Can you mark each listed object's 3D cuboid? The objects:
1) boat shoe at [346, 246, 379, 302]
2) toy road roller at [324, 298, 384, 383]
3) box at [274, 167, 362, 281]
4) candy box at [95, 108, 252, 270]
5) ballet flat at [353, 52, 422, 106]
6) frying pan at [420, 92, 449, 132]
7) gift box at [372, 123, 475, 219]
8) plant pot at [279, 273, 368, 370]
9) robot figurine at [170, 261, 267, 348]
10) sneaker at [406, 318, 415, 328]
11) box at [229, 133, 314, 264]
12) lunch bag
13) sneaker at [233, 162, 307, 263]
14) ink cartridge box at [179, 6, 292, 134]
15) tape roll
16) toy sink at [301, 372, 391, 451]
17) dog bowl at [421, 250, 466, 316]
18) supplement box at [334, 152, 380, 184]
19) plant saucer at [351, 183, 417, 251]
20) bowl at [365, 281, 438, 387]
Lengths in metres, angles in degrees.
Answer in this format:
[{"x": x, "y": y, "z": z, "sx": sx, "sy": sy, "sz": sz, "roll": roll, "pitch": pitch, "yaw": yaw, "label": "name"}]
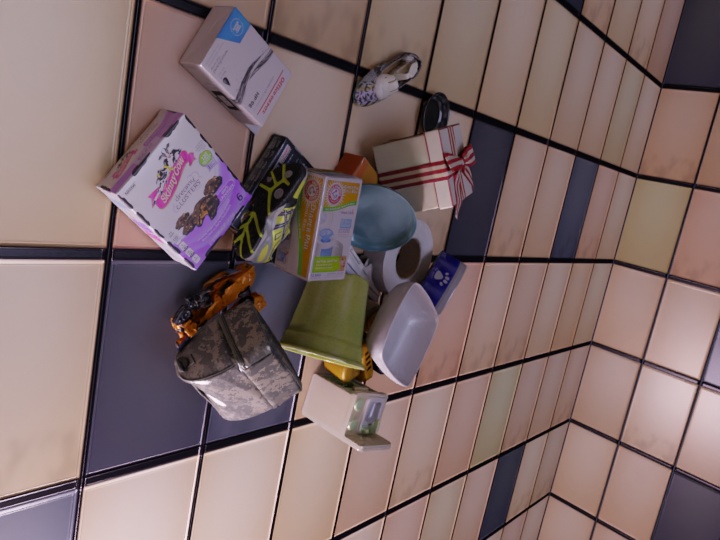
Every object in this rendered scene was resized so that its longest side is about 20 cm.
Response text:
[{"x": 0.000, "y": 0.000, "z": 1.398, "sx": 0.070, "sy": 0.071, "sz": 0.200, "roll": -50, "pitch": 131, "yaw": -9, "label": "boat shoe"}, {"x": -0.013, "y": 0.173, "z": 1.416, "sx": 0.145, "sy": 0.122, "sz": 0.204, "roll": -27, "pitch": 125, "yaw": -32, "label": "toy road roller"}, {"x": -0.082, "y": -0.092, "z": 1.165, "sx": 0.111, "sy": 0.100, "sz": 0.204, "roll": -3, "pitch": 109, "yaw": -50, "label": "box"}, {"x": -0.299, "y": -0.130, "z": 0.990, "sx": 0.169, "sy": 0.071, "sz": 0.201, "roll": -56, "pitch": 139, "yaw": -17, "label": "candy box"}, {"x": 0.067, "y": -0.419, "z": 1.304, "sx": 0.200, "sy": 0.071, "sz": 0.073, "roll": -43, "pitch": 134, "yaw": -29, "label": "ballet flat"}, {"x": 0.206, "y": -0.381, "z": 1.511, "sx": 0.188, "sy": 0.031, "sz": 0.117, "roll": -2, "pitch": 107, "yaw": -53, "label": "frying pan"}, {"x": 0.158, "y": -0.214, "z": 1.343, "sx": 0.184, "sy": 0.184, "sz": 0.204, "roll": -42, "pitch": 119, "yaw": -57, "label": "gift box"}, {"x": -0.064, "y": 0.097, "z": 1.289, "sx": 0.199, "sy": 0.197, "sz": 0.188, "roll": 29, "pitch": 73, "yaw": -50, "label": "plant pot"}, {"x": -0.269, "y": 0.080, "z": 1.125, "sx": 0.199, "sy": 0.058, "sz": 0.147, "roll": -39, "pitch": 132, "yaw": -33, "label": "robot figurine"}, {"x": 0.077, "y": 0.162, "z": 1.506, "sx": 0.080, "sy": 0.089, "sz": 0.202, "roll": -17, "pitch": 146, "yaw": -36, "label": "sneaker"}, {"x": -0.162, "y": -0.134, "z": 1.169, "sx": 0.202, "sy": 0.046, "sz": 0.159, "roll": -61, "pitch": 140, "yaw": -11, "label": "box"}, {"x": -0.220, "y": 0.174, "z": 1.075, "sx": 0.166, "sy": 0.140, "sz": 0.201, "roll": -32, "pitch": 142, "yaw": -8, "label": "lunch bag"}, {"x": -0.157, "y": -0.106, "z": 1.104, "sx": 0.202, "sy": 0.075, "sz": 0.076, "roll": -57, "pitch": 147, "yaw": 1, "label": "sneaker"}, {"x": -0.196, "y": -0.334, "z": 1.030, "sx": 0.200, "sy": 0.066, "sz": 0.117, "roll": 40, "pitch": 74, "yaw": -49, "label": "ink cartridge box"}, {"x": 0.096, "y": -0.038, "z": 1.495, "sx": 0.201, "sy": 0.070, "sz": 0.207, "roll": -22, "pitch": 121, "yaw": -43, "label": "tape roll"}, {"x": -0.018, "y": 0.325, "z": 1.411, "sx": 0.129, "sy": 0.198, "sz": 0.114, "roll": 15, "pitch": 95, "yaw": -50, "label": "toy sink"}, {"x": 0.192, "y": 0.052, "z": 1.559, "sx": 0.202, "sy": 0.078, "sz": 0.200, "roll": -58, "pitch": 176, "yaw": -6, "label": "dog bowl"}, {"x": 0.018, "y": -0.176, "z": 1.350, "sx": 0.067, "sy": 0.068, "sz": 0.200, "roll": -58, "pitch": 138, "yaw": -13, "label": "supplement box"}, {"x": 0.027, "y": -0.118, "z": 1.304, "sx": 0.201, "sy": 0.196, "sz": 0.028, "roll": 59, "pitch": 31, "yaw": -43, "label": "plant saucer"}, {"x": 0.087, "y": 0.139, "z": 1.351, "sx": 0.202, "sy": 0.074, "sz": 0.201, "roll": -62, "pitch": 145, "yaw": -21, "label": "bowl"}]
